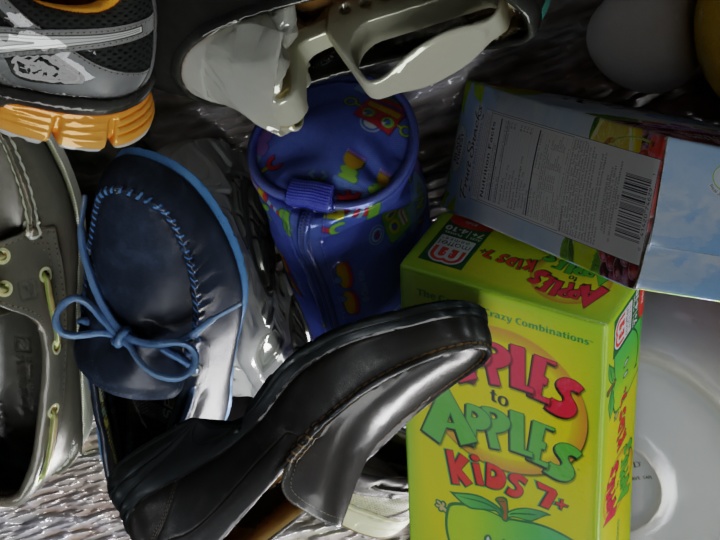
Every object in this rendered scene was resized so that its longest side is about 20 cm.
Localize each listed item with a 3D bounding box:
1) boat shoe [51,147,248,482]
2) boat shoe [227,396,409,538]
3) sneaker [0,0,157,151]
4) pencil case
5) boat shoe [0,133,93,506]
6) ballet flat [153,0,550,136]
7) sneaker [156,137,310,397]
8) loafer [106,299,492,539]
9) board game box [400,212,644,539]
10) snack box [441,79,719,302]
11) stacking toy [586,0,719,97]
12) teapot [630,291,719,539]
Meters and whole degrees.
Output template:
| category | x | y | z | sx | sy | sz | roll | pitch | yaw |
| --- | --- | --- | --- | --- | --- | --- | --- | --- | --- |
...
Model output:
| category | x | y | z | sx | sy | sz | roll | pitch | yaw |
| --- | --- | --- | --- | --- | --- | --- | --- | --- | --- |
| boat shoe | -0.091 | 0.035 | 0.930 | 0.084 | 0.069 | 0.201 | 19 | 140 | 23 |
| boat shoe | -0.032 | 0.090 | 1.140 | 0.200 | 0.073 | 0.065 | 23 | 125 | -41 |
| sneaker | -0.175 | -0.107 | 0.829 | 0.199 | 0.078 | 0.077 | 8 | 121 | -18 |
| pencil case | 0.000 | 0.000 | 0.984 | 0.078 | 0.087 | 0.200 | 7 | 144 | 16 |
| boat shoe | -0.163 | 0.011 | 0.930 | 0.072 | 0.060 | 0.203 | 1 | 116 | 14 |
| ballet flat | -0.016 | -0.100 | 0.860 | 0.199 | 0.069 | 0.068 | -15 | 145 | 12 |
| sneaker | -0.085 | 0.011 | 1.005 | 0.099 | 0.078 | 0.200 | -6 | 144 | 6 |
| loafer | -0.020 | 0.082 | 0.916 | 0.200 | 0.073 | 0.073 | -34 | 152 | 22 |
| board game box | 0.075 | 0.077 | 0.973 | 0.101 | 0.048 | 0.201 | 17 | 132 | 24 |
| snack box | 0.150 | -0.029 | 0.892 | 0.168 | 0.068 | 0.200 | 8 | -173 | -22 |
| stacking toy | 0.194 | -0.104 | 0.873 | 0.199 | 0.147 | 0.146 | 0 | 150 | 24 |
| teapot | 0.151 | 0.077 | 1.084 | 0.199 | 0.146 | 0.198 | 28 | 122 | 8 |
